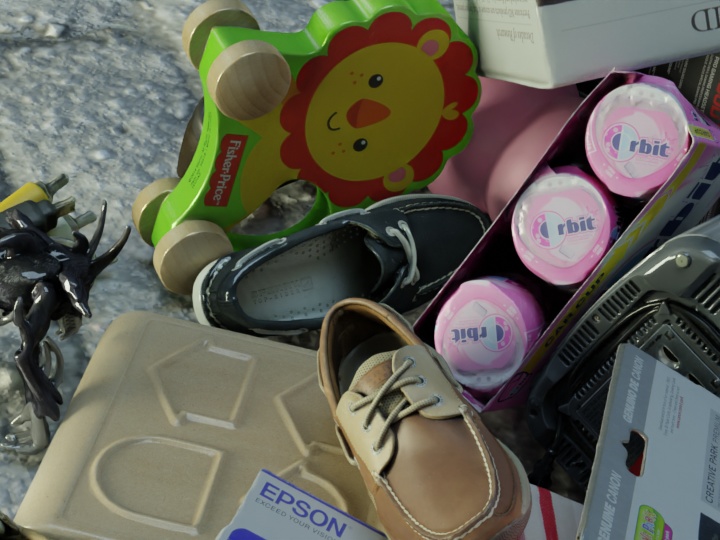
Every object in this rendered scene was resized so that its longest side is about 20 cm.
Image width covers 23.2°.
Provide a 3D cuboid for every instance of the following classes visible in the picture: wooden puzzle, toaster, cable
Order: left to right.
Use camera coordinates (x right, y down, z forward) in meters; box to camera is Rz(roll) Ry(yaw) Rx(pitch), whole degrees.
[{"bbox_3d":[-0.239,0.008,1.049,0.200,0.050,0.097,-26,64,-23],"label":"cable"},{"bbox_3d":[-0.064,0.104,0.935,0.199,0.046,0.185,9,35,5],"label":"wooden puzzle"},{"bbox_3d":[0.182,0.052,0.961,0.114,0.200,0.129,47,36,12],"label":"toaster"}]

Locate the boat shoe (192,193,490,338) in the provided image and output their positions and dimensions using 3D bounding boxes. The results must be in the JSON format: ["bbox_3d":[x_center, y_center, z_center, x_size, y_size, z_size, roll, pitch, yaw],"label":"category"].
[{"bbox_3d":[0.000,0.000,1.056,0.200,0.076,0.060,-21,5,-23],"label":"boat shoe"}]

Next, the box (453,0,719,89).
[{"bbox_3d":[0.165,-0.193,1.033,0.198,0.131,0.200,-13,11,-9],"label":"box"}]

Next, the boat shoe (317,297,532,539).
[{"bbox_3d":[0.020,0.075,0.850,0.076,0.072,0.200,-37,28,-1],"label":"boat shoe"}]

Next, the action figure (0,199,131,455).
[{"bbox_3d":[-0.211,0.037,0.946,0.200,0.102,0.119,-26,44,-18],"label":"action figure"}]

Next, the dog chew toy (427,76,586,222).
[{"bbox_3d":[0.122,-0.070,1.158,0.124,0.125,0.200,-25,55,-39],"label":"dog chew toy"}]

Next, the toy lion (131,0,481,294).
[{"bbox_3d":[-0.024,-0.080,1.071,0.191,0.200,0.069,2,35,-29],"label":"toy lion"}]

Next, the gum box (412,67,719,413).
[{"bbox_3d":[0.126,-0.019,0.981,0.066,0.200,0.113,43,17,19],"label":"gum box"}]

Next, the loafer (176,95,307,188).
[{"bbox_3d":[-0.050,-0.092,1.184,0.200,0.071,0.073,-7,68,-47],"label":"loafer"}]

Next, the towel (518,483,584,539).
[{"bbox_3d":[0.130,0.171,0.850,0.200,0.023,0.144,24,29,-15],"label":"towel"}]

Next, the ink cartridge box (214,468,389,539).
[{"bbox_3d":[0.002,0.201,0.780,0.198,0.043,0.200,28,35,3],"label":"ink cartridge box"}]

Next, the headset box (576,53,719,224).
[{"bbox_3d":[0.208,-0.125,1.223,0.200,0.149,0.077,31,42,27],"label":"headset box"}]

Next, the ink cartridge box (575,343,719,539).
[{"bbox_3d":[0.162,0.146,0.807,0.175,0.084,0.200,33,27,-1],"label":"ink cartridge box"}]

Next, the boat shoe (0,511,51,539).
[{"bbox_3d":[-0.178,0.136,0.801,0.200,0.067,0.074,11,35,40],"label":"boat shoe"}]
